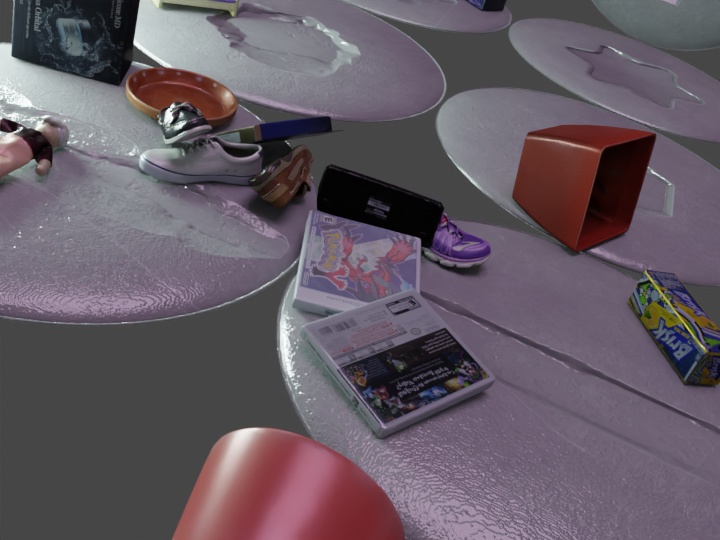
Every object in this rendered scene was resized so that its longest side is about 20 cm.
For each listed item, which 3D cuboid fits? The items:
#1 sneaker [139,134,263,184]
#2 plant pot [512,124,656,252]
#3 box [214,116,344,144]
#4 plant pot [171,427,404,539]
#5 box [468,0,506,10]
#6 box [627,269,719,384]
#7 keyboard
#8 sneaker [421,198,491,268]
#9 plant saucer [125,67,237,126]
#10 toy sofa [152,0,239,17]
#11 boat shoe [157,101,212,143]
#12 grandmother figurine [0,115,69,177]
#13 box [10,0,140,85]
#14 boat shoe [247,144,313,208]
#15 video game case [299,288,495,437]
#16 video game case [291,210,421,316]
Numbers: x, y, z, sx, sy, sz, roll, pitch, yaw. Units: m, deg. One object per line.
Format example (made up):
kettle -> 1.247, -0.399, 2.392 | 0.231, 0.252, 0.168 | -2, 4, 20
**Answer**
sneaker -> -0.252, -0.185, 1.351 | 0.200, 0.071, 0.073 | -1, 39, -28
plant pot -> 0.402, -0.176, 1.569 | 0.200, 0.200, 0.176 | -18, 37, -42
box -> -0.138, -0.242, 1.471 | 0.200, 0.032, 0.121 | -14, 10, -41
plant pot -> -0.081, 0.265, 0.709 | 0.200, 0.201, 0.177 | 24, 42, 7
box -> 0.377, -0.926, 2.643 | 0.104, 0.148, 0.200 | -12, 44, -38
box -> 0.509, 0.088, 1.340 | 0.064, 0.070, 0.200 | 5, 36, -18
keyboard -> 0.025, -0.091, 1.342 | 0.200, 0.104, 0.040 | 20, 6, 0
sneaker -> 0.122, -0.071, 1.364 | 0.200, 0.084, 0.081 | 26, 34, 8
plant saucer -> -0.325, -0.311, 1.531 | 0.200, 0.032, 0.200 | 14, 34, -9
toy sofa -> -0.376, -0.651, 1.928 | 0.200, 0.098, 0.083 | -3, 39, -31
boat shoe -> -0.285, -0.239, 1.342 | 0.074, 0.060, 0.200 | -18, 14, -13
grandmother figurine -> -0.506, -0.182, 1.241 | 0.121, 0.061, 0.200 | 49, 33, -5
box -> -0.507, -0.467, 1.513 | 0.200, 0.197, 0.118 | 13, 35, -9
boat shoe -> -0.119, -0.147, 1.377 | 0.074, 0.076, 0.200 | 53, 25, -7
video game case -> 0.050, 0.113, 1.100 | 0.200, 0.023, 0.182 | -16, 52, -37
video game case -> 0.000, 0.000, 1.236 | 0.182, 0.023, 0.200 | 14, 41, -8
